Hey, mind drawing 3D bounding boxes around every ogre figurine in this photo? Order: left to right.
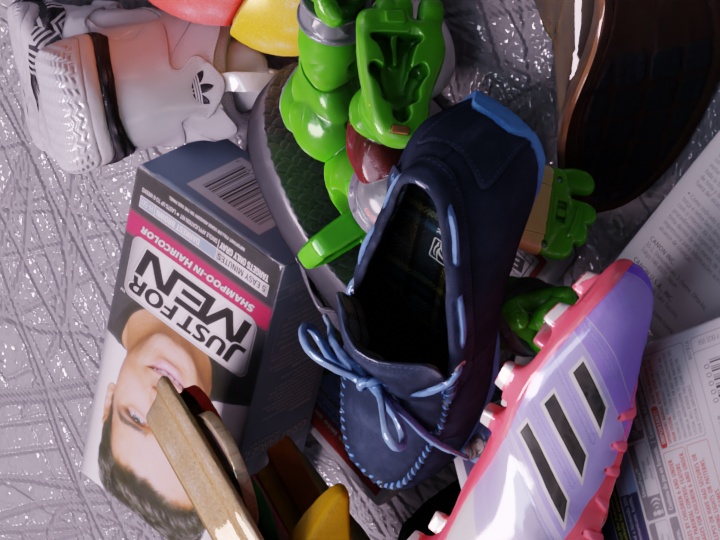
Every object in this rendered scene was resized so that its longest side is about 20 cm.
[{"bbox_3d":[0.022,-0.041,1.043,0.200,0.098,0.120,39,158,-7],"label":"ogre figurine"}]

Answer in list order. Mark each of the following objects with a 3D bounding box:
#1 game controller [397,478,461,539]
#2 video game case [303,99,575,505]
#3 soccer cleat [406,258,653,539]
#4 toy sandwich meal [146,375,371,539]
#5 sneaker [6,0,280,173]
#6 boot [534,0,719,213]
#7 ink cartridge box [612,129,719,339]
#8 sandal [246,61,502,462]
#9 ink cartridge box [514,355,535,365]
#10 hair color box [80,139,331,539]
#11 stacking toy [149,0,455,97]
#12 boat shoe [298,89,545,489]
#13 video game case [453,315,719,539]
[{"bbox_3d":[0.090,0.188,1.137,0.042,0.104,0.201,-26,91,53],"label":"game controller"},{"bbox_3d":[0.008,0.006,1.188,0.143,0.017,0.200,47,133,15],"label":"video game case"},{"bbox_3d":[0.077,0.085,0.967,0.076,0.067,0.201,33,117,10],"label":"soccer cleat"},{"bbox_3d":[-0.027,0.126,1.123,0.206,0.070,0.205,59,173,11],"label":"toy sandwich meal"},{"bbox_3d":[-0.109,-0.100,1.207,0.200,0.114,0.076,-137,38,-69],"label":"sneaker"},{"bbox_3d":[0.103,-0.123,1.025,0.201,0.074,0.097,97,153,-43],"label":"boot"},{"bbox_3d":[0.209,-0.017,0.946,0.200,0.050,0.161,-52,54,18],"label":"ink cartridge box"},{"bbox_3d":[0.000,0.001,1.127,0.043,0.076,0.201,-25,92,49],"label":"sandal"},{"bbox_3d":[0.152,0.101,1.038,0.199,0.067,0.118,14,88,38],"label":"ink cartridge box"},{"bbox_3d":[-0.074,0.043,1.225,0.099,0.061,0.201,34,130,26],"label":"hair color box"},{"bbox_3d":[-0.036,-0.149,1.105,0.200,0.146,0.146,36,132,-1],"label":"stacking toy"},{"bbox_3d":[0.014,0.015,0.972,0.084,0.069,0.201,29,134,25],"label":"boat shoe"},{"bbox_3d":[0.122,0.134,0.974,0.182,0.023,0.201,-25,75,47],"label":"video game case"}]
